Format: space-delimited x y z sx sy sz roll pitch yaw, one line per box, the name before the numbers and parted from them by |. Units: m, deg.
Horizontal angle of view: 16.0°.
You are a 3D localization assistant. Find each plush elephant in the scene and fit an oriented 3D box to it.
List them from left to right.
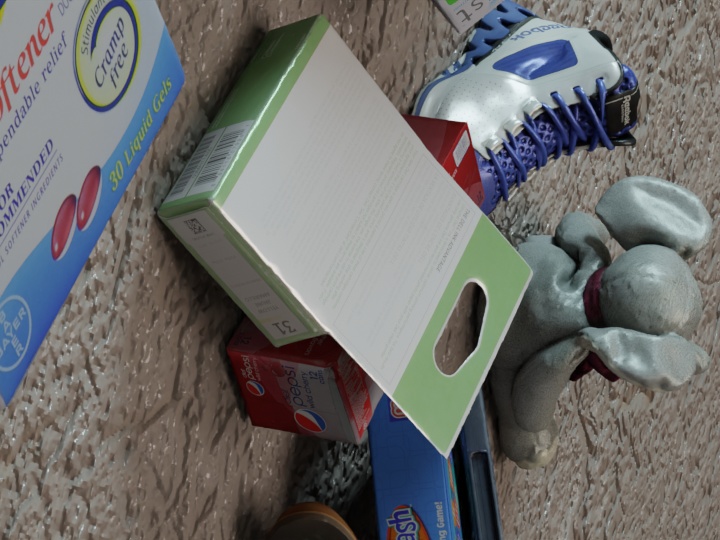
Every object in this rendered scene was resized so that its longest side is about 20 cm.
plush elephant | 0.164 0.029 1.692 0.200 0.154 0.166 60 45 -54

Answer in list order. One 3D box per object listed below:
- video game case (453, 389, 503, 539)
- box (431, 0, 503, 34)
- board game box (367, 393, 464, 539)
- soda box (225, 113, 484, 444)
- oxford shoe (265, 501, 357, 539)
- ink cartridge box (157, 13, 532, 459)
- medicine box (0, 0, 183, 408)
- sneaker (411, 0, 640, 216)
video game case | 0.074 0.181 1.566 0.143 0.019 0.201 93 -10 -65
box | 0.079 -0.255 1.382 0.200 0.097 0.177 -38 149 3
board game box | 0.039 0.182 1.487 0.152 0.045 0.201 70 13 -73
soda box | 0.000 0.000 1.432 0.064 0.070 0.201 74 33 -42
oxford shoe | -0.017 0.187 1.478 0.201 0.071 0.072 75 13 -49
ink cartridge box | -0.003 -0.015 1.355 0.200 0.048 0.146 50 48 -26
medicine box | -0.172 -0.081 0.982 0.201 0.102 0.183 70 37 -47
sneaker | 0.108 -0.096 1.582 0.200 0.114 0.081 -59 146 -40
